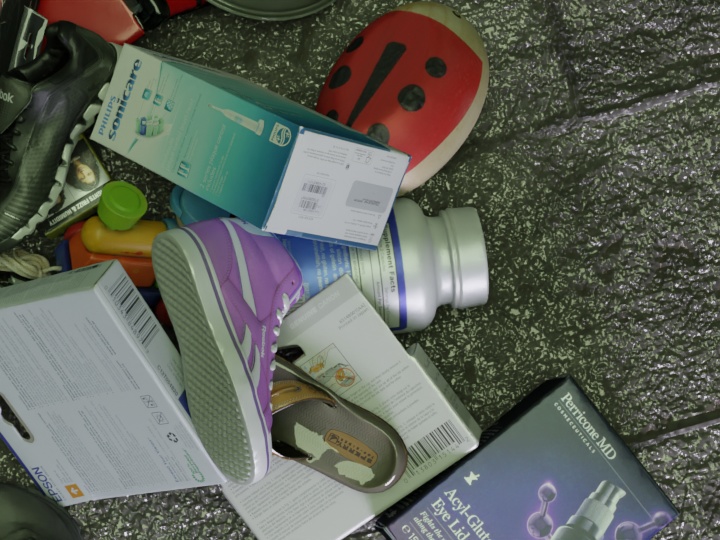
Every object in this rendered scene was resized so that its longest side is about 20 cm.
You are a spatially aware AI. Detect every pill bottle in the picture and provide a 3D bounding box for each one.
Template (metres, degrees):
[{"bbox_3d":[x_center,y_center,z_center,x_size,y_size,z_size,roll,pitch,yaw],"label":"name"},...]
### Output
[{"bbox_3d":[0.000,0.000,1.550,0.199,0.112,0.112,-8,86,-5],"label":"pill bottle"}]

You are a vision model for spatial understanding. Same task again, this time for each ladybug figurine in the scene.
[{"bbox_3d":[0.028,-0.145,1.555,0.135,0.072,0.200,16,64,25],"label":"ladybug figurine"}]

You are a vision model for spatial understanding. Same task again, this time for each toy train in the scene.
[{"bbox_3d":[-0.207,-0.025,1.502,0.199,0.116,0.085,5,50,-25],"label":"toy train"}]

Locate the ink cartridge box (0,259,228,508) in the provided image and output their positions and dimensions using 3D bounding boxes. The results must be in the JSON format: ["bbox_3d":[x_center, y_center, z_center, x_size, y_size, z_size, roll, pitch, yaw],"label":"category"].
[{"bbox_3d":[-0.217,0.094,1.489,0.200,0.200,0.041,59,40,-23],"label":"ink cartridge box"}]

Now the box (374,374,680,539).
[{"bbox_3d":[0.134,0.201,1.547,0.200,0.104,0.148,-40,88,-5],"label":"box"}]

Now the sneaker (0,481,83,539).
[{"bbox_3d":[-0.248,0.254,1.522,0.076,0.091,0.200,-40,87,5],"label":"sneaker"}]

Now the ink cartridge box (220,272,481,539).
[{"bbox_3d":[-0.032,0.121,1.531,0.200,0.045,0.176,-35,96,14],"label":"ink cartridge box"}]

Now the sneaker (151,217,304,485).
[{"bbox_3d":[-0.078,0.055,1.437,0.114,0.073,0.201,-14,92,-40],"label":"sneaker"}]

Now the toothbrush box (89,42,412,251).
[{"bbox_3d":[-0.086,-0.096,1.468,0.200,0.146,0.085,29,101,34],"label":"toothbrush box"}]

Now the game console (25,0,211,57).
[{"bbox_3d":[-0.235,-0.269,1.576,0.119,0.172,0.200,-35,89,36],"label":"game console"}]

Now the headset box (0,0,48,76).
[{"bbox_3d":[-0.347,-0.204,1.507,0.199,0.075,0.149,18,98,10],"label":"headset box"}]

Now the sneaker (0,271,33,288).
[{"bbox_3d":[-0.234,0.074,1.560,0.200,0.078,0.090,25,105,-1],"label":"sneaker"}]

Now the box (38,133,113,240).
[{"bbox_3d":[-0.280,-0.129,1.571,0.075,0.050,0.200,-31,87,-5],"label":"box"}]

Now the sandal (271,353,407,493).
[{"bbox_3d":[-0.058,0.121,1.483,0.200,0.055,0.082,29,105,0],"label":"sandal"}]

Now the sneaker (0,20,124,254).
[{"bbox_3d":[-0.260,-0.110,1.472,0.090,0.066,0.200,39,79,-44],"label":"sneaker"}]

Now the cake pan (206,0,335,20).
[{"bbox_3d":[-0.080,-0.307,1.574,0.200,0.037,0.201,6,73,-19],"label":"cake pan"}]
